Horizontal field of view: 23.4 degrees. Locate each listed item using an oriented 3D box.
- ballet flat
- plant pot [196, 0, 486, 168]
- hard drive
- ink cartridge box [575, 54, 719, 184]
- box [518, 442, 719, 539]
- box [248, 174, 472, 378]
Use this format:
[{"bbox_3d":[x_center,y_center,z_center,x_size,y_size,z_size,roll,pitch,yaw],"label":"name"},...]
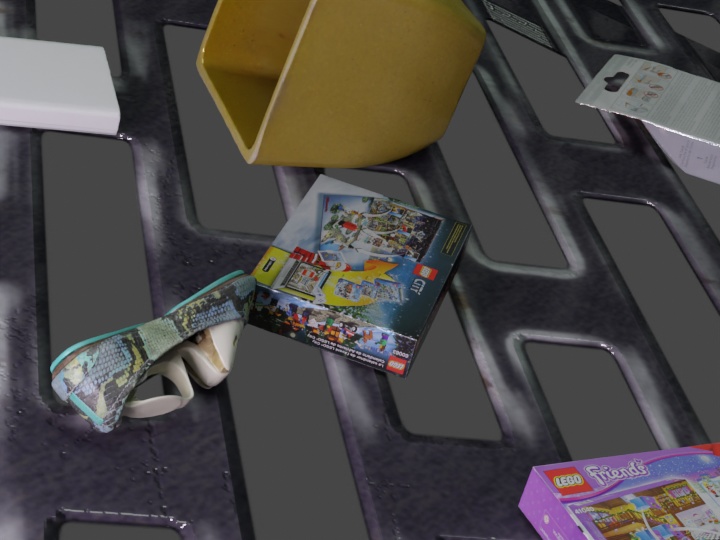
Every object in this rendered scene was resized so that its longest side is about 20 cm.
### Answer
[{"bbox_3d":[-0.129,0.061,1.203,0.074,0.074,0.200,32,36,25],"label":"ballet flat"},{"bbox_3d":[-0.007,-0.207,1.571,0.200,0.196,0.194,10,30,-28],"label":"plant pot"},{"bbox_3d":[-0.316,-0.167,1.509,0.200,0.026,0.132,4,33,-19],"label":"hard drive"},{"bbox_3d":[0.330,-0.152,1.773,0.200,0.047,0.160,19,31,15],"label":"ink cartridge box"},{"bbox_3d":[0.226,0.180,1.182,0.200,0.039,0.137,-3,36,-29],"label":"box"},{"bbox_3d":[0.000,0.000,1.371,0.136,0.038,0.200,20,31,7],"label":"box"}]
